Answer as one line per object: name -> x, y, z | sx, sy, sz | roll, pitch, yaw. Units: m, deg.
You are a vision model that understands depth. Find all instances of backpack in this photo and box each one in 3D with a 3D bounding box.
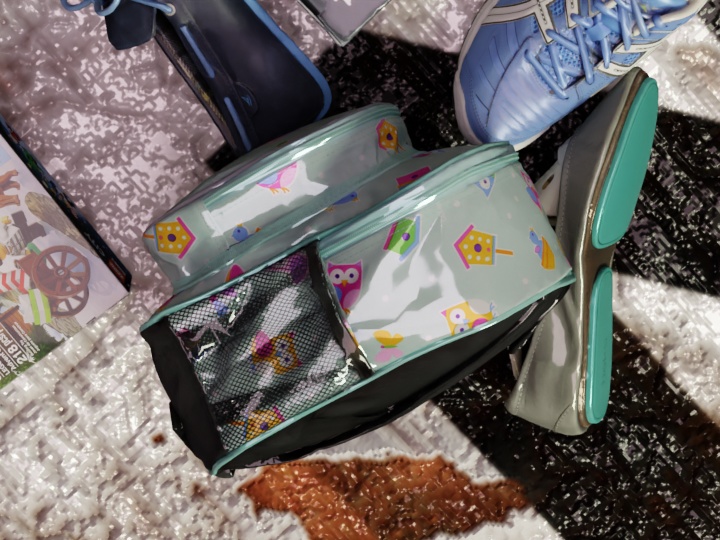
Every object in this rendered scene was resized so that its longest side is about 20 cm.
backpack -> 0.000, 0.000, 1.045 | 0.200, 0.176, 0.154 | -19, 89, 10

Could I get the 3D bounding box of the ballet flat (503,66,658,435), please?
ballet flat -> 0.110, -0.012, 1.115 | 0.064, 0.067, 0.200 | 13, 102, 22

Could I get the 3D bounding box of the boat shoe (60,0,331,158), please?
boat shoe -> -0.100, -0.134, 1.054 | 0.069, 0.084, 0.200 | -46, 101, -4

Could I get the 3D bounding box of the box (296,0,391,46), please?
box -> -0.025, -0.202, 0.983 | 0.104, 0.200, 0.148 | -43, 103, 7

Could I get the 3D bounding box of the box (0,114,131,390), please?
box -> -0.233, -0.028, 1.095 | 0.137, 0.038, 0.200 | -37, 104, 5

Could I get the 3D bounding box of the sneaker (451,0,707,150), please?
sneaker -> 0.122, -0.138, 1.074 | 0.076, 0.077, 0.200 | 40, 99, -14
